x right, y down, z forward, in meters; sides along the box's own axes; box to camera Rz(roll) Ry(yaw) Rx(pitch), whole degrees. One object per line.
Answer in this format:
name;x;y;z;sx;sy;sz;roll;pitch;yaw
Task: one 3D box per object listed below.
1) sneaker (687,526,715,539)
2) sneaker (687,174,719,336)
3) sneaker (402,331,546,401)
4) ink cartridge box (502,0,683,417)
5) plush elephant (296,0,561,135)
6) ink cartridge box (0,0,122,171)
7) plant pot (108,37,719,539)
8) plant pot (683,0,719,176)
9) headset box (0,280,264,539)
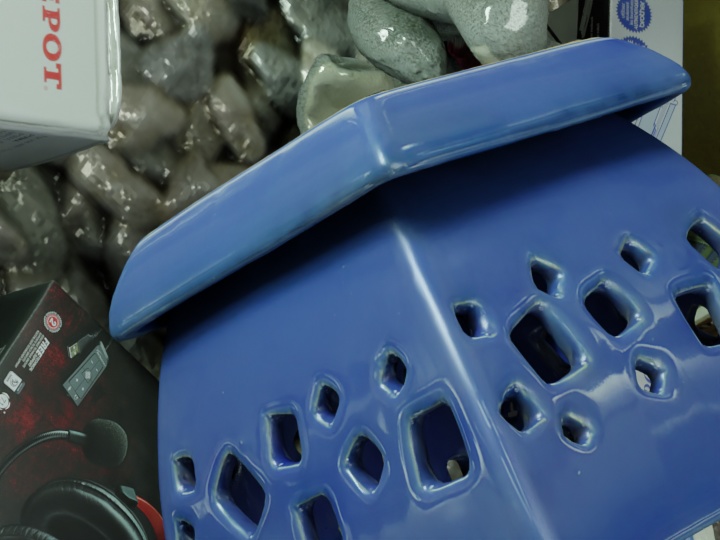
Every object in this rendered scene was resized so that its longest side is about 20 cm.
sneaker;0.123;0.197;1.062;0.089;0.079;0.200;-1;74;-34
sneaker;0.167;-0.006;1.063;0.067;0.200;0.090;1;71;-17
sneaker;0.000;0.000;0.997;0.200;0.070;0.078;19;55;-37
ink cartridge box;0.108;-0.026;1.067;0.044;0.094;0.200;8;75;-24
plush elephant;0.047;-0.114;1.006;0.165;0.200;0.155;-59;142;-30
ink cartridge box;-0.192;-0.120;0.835;0.200;0.085;0.146;5;78;-39
plant pot;0.036;0.031;0.841;0.200;0.200;0.180;-19;84;-44
plant pot;0.240;-0.123;1.146;0.194;0.195;0.200;-27;123;-43
headset box;-0.103;0.127;0.869;0.200;0.075;0.149;47;54;-24
